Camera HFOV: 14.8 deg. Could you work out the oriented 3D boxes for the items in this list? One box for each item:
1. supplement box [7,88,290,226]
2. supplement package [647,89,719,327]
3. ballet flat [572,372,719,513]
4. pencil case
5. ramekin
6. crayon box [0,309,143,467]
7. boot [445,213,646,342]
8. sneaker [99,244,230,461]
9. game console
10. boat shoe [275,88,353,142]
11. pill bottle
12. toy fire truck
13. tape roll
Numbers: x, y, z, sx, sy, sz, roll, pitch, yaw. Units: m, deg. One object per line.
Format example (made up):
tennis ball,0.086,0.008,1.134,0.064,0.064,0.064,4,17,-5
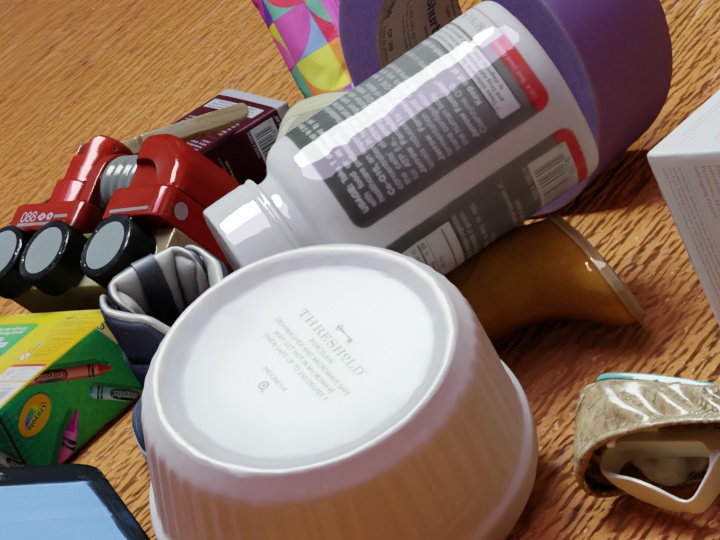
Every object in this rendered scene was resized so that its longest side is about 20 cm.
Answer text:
supplement box,-0.142,-0.053,1.992,0.199,0.061,0.109,-32,21,-18
supplement package,0.266,-0.042,1.386,0.117,0.118,0.199,-39,23,-33
ballet flat,0.179,0.083,1.291,0.199,0.070,0.066,-8,54,47
pencil case,-0.036,-0.202,2.039,0.088,0.201,0.088,-32,-1,0
ramekin,-0.018,0.074,1.385,0.201,0.095,0.203,-10,42,9
crayon box,-0.242,0.082,1.786,0.199,0.059,0.119,-4,29,46
boot,0.062,0.030,1.557,0.144,0.071,0.201,-41,28,-8
sneaker,-0.102,0.050,1.573,0.077,0.147,0.202,-34,20,-17
game console,-0.207,0.099,1.532,0.171,0.120,0.200,-2,14,-17
boat shoe,0.024,-0.098,1.900,0.199,0.072,0.065,-15,33,31
pill bottle,0.020,-0.048,1.521,0.199,0.114,0.114,-34,21,-5
toy fire truck,-0.135,-0.051,1.850,0.175,0.128,0.201,-4,59,47
tape roll,0.088,-0.139,1.722,0.199,0.201,0.085,-3,30,47
